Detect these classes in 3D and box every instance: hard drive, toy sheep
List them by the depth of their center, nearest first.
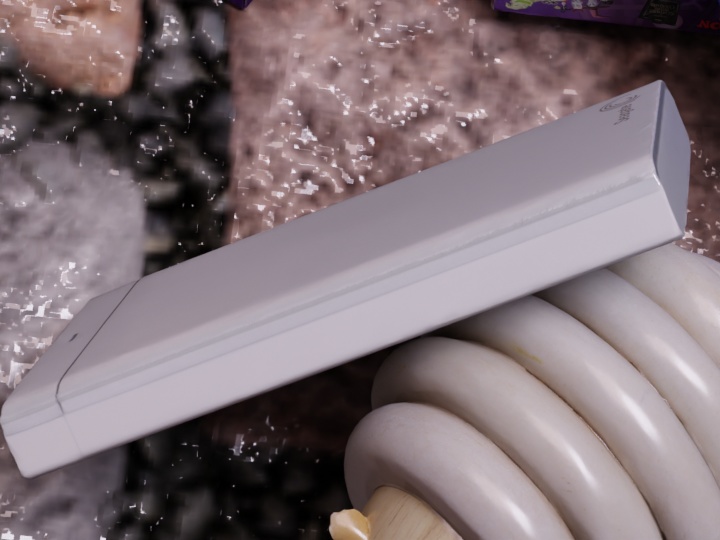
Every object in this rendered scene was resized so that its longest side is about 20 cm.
[{"bbox_3d":[0.000,0.000,0.822,0.200,0.132,0.027,-20,101,12],"label":"hard drive"},{"bbox_3d":[0.068,0.055,0.825,0.138,0.138,0.200,40,67,17],"label":"toy sheep"}]

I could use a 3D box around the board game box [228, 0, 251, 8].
[{"bbox_3d":[-0.092,-0.189,1.009,0.200,0.032,0.120,30,60,13],"label":"board game box"}]

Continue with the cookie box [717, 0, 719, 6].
[{"bbox_3d":[0.199,-0.110,0.886,0.171,0.075,0.200,-20,87,11],"label":"cookie box"}]

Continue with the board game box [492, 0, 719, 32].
[{"bbox_3d":[0.115,-0.176,1.001,0.120,0.032,0.200,9,60,-3],"label":"board game box"}]
